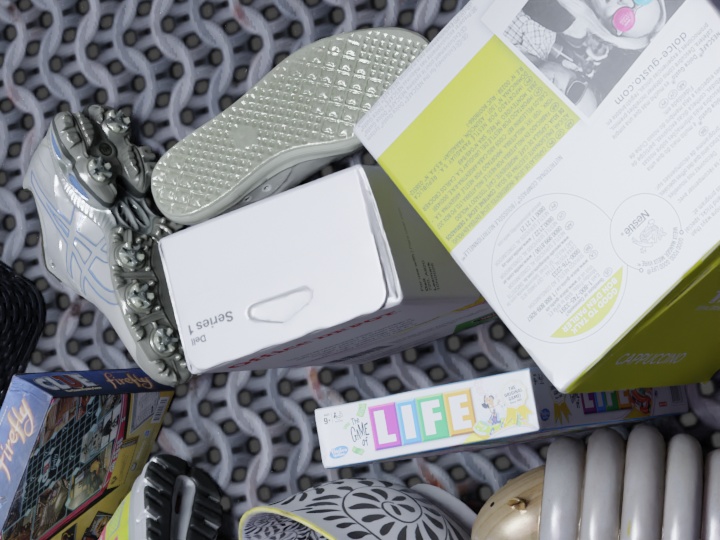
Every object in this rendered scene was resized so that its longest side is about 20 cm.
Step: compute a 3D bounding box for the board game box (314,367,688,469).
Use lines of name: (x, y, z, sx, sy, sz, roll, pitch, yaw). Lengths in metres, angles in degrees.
board game box: (0.083, 0.079, 1.463, 0.134, 0.200, 0.034, -13, 84, 29)

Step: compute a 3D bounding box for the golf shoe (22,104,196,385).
golf shoe: (-0.159, -0.005, 1.689, 0.097, 0.078, 0.200, -40, 65, 42)

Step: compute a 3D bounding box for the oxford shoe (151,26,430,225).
oxford shoe: (-0.038, -0.088, 1.620, 0.200, 0.058, 0.075, -30, 68, 11)

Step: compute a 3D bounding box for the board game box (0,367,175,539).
board game box: (-0.203, 0.160, 1.665, 0.035, 0.135, 0.200, 28, 103, 27)

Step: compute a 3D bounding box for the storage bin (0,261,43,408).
storage bin: (-0.330, 0.031, 1.763, 0.200, 0.094, 0.135, 31, 105, 25)

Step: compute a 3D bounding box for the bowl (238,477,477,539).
bowl: (0.031, 0.188, 1.535, 0.201, 0.201, 0.094, 38, 64, 25)

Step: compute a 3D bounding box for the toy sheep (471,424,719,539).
toy sheep: (0.162, 0.153, 1.462, 0.200, 0.138, 0.138, 4, 92, 2)

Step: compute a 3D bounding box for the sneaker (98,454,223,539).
sneaker: (-0.139, 0.210, 1.624, 0.078, 0.200, 0.090, 34, 124, -14)

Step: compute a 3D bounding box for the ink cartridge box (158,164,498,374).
ink cartridge box: (0.000, 0.000, 1.511, 0.145, 0.200, 0.084, -20, 81, 28)

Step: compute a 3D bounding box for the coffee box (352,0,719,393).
coffee box: (0.159, -0.069, 1.419, 0.200, 0.200, 0.198, -46, 69, 21)
